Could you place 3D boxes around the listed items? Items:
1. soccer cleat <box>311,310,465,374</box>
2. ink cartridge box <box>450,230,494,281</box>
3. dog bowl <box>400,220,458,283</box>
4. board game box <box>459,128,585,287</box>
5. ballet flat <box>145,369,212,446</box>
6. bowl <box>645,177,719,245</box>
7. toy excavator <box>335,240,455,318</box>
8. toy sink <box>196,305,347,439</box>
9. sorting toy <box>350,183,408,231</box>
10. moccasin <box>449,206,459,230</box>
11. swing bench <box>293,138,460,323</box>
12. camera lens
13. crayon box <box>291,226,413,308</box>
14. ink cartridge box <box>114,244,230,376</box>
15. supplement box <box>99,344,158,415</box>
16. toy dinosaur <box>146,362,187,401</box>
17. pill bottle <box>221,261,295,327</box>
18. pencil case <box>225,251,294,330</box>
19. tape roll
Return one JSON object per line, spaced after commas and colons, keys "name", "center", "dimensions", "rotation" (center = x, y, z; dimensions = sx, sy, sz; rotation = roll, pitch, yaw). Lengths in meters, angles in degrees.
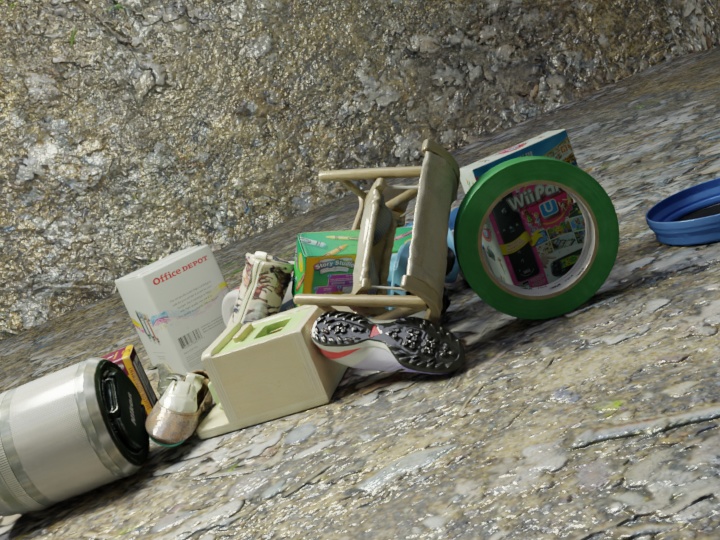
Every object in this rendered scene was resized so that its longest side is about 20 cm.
{"name": "soccer cleat", "center": [0.037, 0.098, 1.066], "dimensions": [0.199, 0.073, 0.068], "rotation": [7, 58, 22]}
{"name": "ink cartridge box", "center": [0.227, -0.035, 1.322], "dimensions": [0.146, 0.086, 0.200], "rotation": [-22, 12, -1]}
{"name": "dog bowl", "center": [0.099, -0.028, 1.417], "dimensions": [0.049, 0.112, 0.200], "rotation": [-14, 4, -16]}
{"name": "board game box", "center": [0.240, -0.074, 1.179], "dimensions": [0.147, 0.201, 0.064], "rotation": [-24, 10, -8]}
{"name": "ballet flat", "center": [-0.246, 0.179, 1.176], "dimensions": [0.068, 0.067, 0.200], "rotation": [15, 8, -1]}
{"name": "bowl", "center": [0.498, -0.087, 1.173], "dimensions": [0.200, 0.039, 0.201], "rotation": [-21, 11, 4]}
{"name": "toy excavator", "center": [0.026, 0.043, 1.253], "dimensions": [0.199, 0.195, 0.100], "rotation": [12, 22, 16]}
{"name": "toy sink", "center": [-0.136, 0.129, 1.157], "dimensions": [0.199, 0.112, 0.130], "rotation": [-19, 11, 17]}
{"name": "sorting toy", "center": [0.024, -0.044, 1.477], "dimensions": [0.036, 0.201, 0.185], "rotation": [24, 20, 23]}
{"name": "moccasin", "center": [0.183, -0.065, 1.602], "dimensions": [0.080, 0.068, 0.200], "rotation": [-3, 21, 37]}
{"name": "swing bench", "center": [0.040, -0.035, 1.106], "dimensions": [0.200, 0.130, 0.200], "rotation": [-10, 59, 40]}
{"name": "camera lens", "center": [-0.387, 0.214, 1.104], "dimensions": [0.199, 0.160, 0.160], "rotation": [-21, 11, 2]}
{"name": "crayon box", "center": [0.000, 0.000, 1.309], "dimensions": [0.199, 0.119, 0.058], "rotation": [-4, 42, -16]}
{"name": "ink cartridge box", "center": [-0.323, 0.073, 1.547], "dimensions": [0.145, 0.201, 0.144], "rotation": [-29, 13, -33]}
{"name": "supplement box", "center": [-0.429, 0.211, 1.330], "dimensions": [0.199, 0.111, 0.086], "rotation": [-23, 11, -7]}
{"name": "toy dinosaur", "center": [-0.283, 0.176, 1.343], "dimensions": [0.088, 0.048, 0.200], "rotation": [-6, 16, -18]}
{"name": "pill bottle", "center": [-0.132, 0.053, 1.498], "dimensions": [0.200, 0.120, 0.119], "rotation": [-30, 14, -40]}
{"name": "pencil case", "center": [-0.167, 0.066, 1.327], "dimensions": [0.078, 0.201, 0.089], "rotation": [21, 7, 13]}
{"name": "tape roll", "center": [0.217, -0.041, 1.066], "dimensions": [0.200, 0.201, 0.048], "rotation": [-21, 11, 5]}
